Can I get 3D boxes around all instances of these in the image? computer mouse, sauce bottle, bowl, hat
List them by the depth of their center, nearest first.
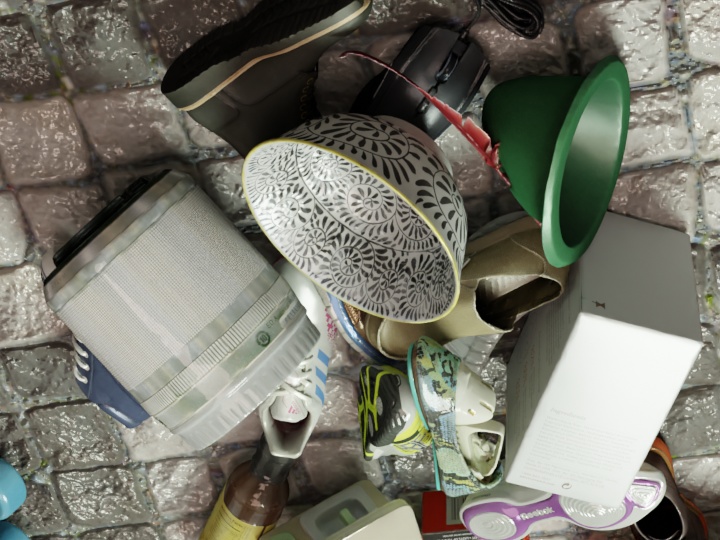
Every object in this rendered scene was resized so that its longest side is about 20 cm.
[{"bbox_3d":[0.014,-0.059,1.376,0.200,0.094,0.201,28,151,17],"label":"bowl"},{"bbox_3d":[0.037,-0.167,1.377,0.140,0.046,0.200,34,123,-22],"label":"computer mouse"},{"bbox_3d":[0.105,-0.116,1.387,0.176,0.166,0.200,17,137,23],"label":"hat"},{"bbox_3d":[-0.107,0.229,1.687,0.065,0.065,0.200,20,126,-11],"label":"sauce bottle"}]

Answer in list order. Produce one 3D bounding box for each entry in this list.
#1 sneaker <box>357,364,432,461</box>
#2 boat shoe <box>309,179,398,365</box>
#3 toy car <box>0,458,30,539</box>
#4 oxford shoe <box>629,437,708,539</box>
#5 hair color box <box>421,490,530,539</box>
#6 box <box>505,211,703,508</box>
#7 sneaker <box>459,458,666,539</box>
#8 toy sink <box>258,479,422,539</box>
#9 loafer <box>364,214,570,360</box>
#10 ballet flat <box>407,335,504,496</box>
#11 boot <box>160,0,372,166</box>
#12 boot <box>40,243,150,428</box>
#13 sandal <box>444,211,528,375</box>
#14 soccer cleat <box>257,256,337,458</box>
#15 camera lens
[{"bbox_3d":[0.040,0.123,1.553,0.076,0.076,0.200,-7,169,-5],"label":"sneaker"},{"bbox_3d":[0.000,0.000,1.494,0.072,0.072,0.200,-23,122,19],"label":"boat shoe"},{"bbox_3d":[-0.457,0.265,1.707,0.200,0.184,0.177,21,132,25],"label":"toy car"},{"bbox_3d":[0.288,0.247,1.660,0.071,0.073,0.200,-19,128,17],"label":"oxford shoe"},{"bbox_3d":[0.123,0.307,1.729,0.101,0.061,0.200,-7,128,9],"label":"hair color box"},{"bbox_3d":[0.203,0.074,1.484,0.106,0.152,0.200,15,128,-6],"label":"box"},{"bbox_3d":[0.187,0.191,1.602,0.200,0.100,0.075,-11,122,29],"label":"sneaker"},{"bbox_3d":[-0.012,0.289,1.670,0.130,0.112,0.200,-29,130,-14],"label":"toy sink"},{"bbox_3d":[0.088,0.022,1.444,0.200,0.068,0.076,-32,128,23],"label":"loafer"},{"bbox_3d":[0.087,0.122,1.471,0.074,0.074,0.200,-6,143,9],"label":"ballet flat"},{"bbox_3d":[-0.042,-0.151,1.388,0.200,0.078,0.138,-21,129,35],"label":"boot"},{"bbox_3d":[-0.237,0.067,1.563,0.090,0.073,0.200,-32,120,19],"label":"boot"},{"bbox_3d":[0.107,0.021,1.519,0.082,0.050,0.203,34,119,-1],"label":"sandal"},{"bbox_3d":[-0.057,0.082,1.553,0.070,0.086,0.200,4,128,2],"label":"soccer cleat"},{"bbox_3d":[-0.151,0.028,1.447,0.200,0.160,0.160,47,119,-6],"label":"camera lens"}]
